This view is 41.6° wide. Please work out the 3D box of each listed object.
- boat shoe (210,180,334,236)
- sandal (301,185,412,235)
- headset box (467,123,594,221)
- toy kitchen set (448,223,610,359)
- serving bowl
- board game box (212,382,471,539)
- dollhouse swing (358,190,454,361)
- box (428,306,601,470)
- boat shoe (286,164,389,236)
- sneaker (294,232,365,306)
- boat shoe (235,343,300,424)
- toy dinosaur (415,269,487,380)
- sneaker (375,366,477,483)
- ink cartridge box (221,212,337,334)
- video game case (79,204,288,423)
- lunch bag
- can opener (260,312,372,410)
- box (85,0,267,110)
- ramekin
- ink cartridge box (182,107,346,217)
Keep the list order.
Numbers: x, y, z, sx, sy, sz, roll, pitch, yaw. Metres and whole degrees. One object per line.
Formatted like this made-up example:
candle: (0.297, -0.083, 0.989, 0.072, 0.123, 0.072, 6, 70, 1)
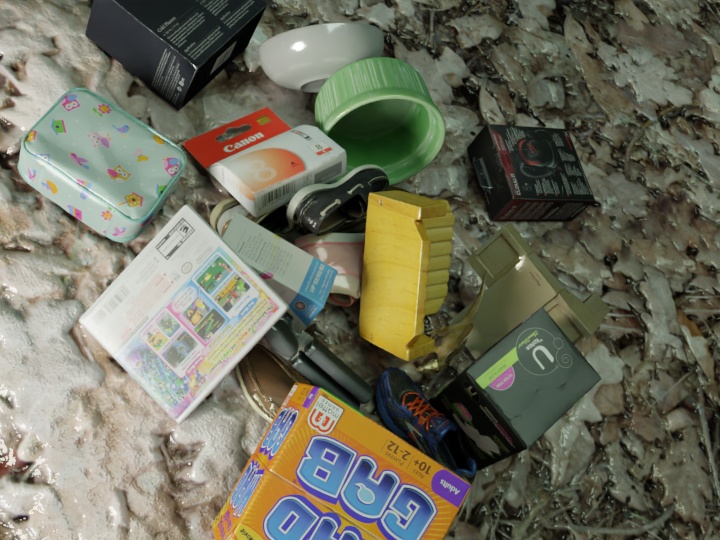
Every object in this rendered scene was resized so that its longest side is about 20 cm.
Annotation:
boat shoe: (-0.112, -0.083, 1.350, 0.198, 0.075, 0.068, -26, 55, -26)
sandal: (0.004, -0.077, 1.428, 0.197, 0.055, 0.081, -18, 47, -18)
headset box: (0.280, -0.165, 1.613, 0.197, 0.075, 0.151, -2, 63, -29)
toy kitchen set: (0.247, 0.050, 1.465, 0.201, 0.163, 0.180, 52, 25, 8)
serving bowl: (-0.057, -0.318, 1.461, 0.197, 0.199, 0.067, -6, 86, -30)
board game box: (-0.030, 0.266, 1.072, 0.199, 0.200, 0.202, 33, 80, -7)
dollhouse swing: (0.100, 0.000, 1.314, 0.174, 0.181, 0.203, -2, 103, -31)
box: (0.200, 0.163, 1.277, 0.148, 0.200, 0.125, -37, 82, -21)
boat shoe: (-0.017, -0.098, 1.343, 0.060, 0.075, 0.199, 39, 34, 23)
sneaker: (0.000, 0.000, 1.372, 0.198, 0.075, 0.106, -3, 74, -34)
boat shoe: (-0.085, 0.172, 1.219, 0.074, 0.075, 0.203, -31, 79, -37)
toy dinosaur: (0.137, 0.097, 1.363, 0.058, 0.101, 0.201, 41, 55, -5)
sneaker: (0.095, 0.213, 1.289, 0.075, 0.079, 0.201, -30, 79, -38)
ink cartridge box: (-0.144, 0.002, 1.262, 0.198, 0.115, 0.068, 30, 51, -9)
video game case: (-0.219, 0.054, 1.176, 0.182, 0.024, 0.200, 44, 92, 2)
lunch bag: (-0.339, -0.142, 1.269, 0.199, 0.077, 0.161, 33, 51, -7)
can opener: (-0.068, 0.122, 1.249, 0.199, 0.053, 0.067, 41, 22, -17)
box: (-0.274, -0.378, 1.425, 0.181, 0.104, 0.201, 39, 51, -3)
ramekin: (0.023, -0.226, 1.440, 0.197, 0.201, 0.099, 4, 52, -25)
ink cartridge box: (-0.139, -0.175, 1.354, 0.161, 0.051, 0.200, -28, 55, -28)
